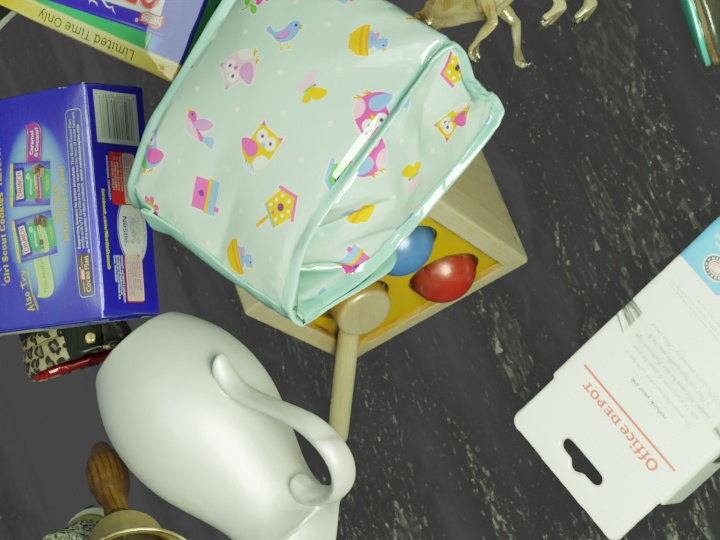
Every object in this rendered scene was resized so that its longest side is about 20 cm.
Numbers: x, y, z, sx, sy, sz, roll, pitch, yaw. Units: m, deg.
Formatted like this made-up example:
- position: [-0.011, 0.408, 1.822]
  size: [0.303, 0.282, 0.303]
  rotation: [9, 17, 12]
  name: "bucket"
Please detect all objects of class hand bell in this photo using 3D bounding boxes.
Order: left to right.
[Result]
- position: [-0.174, 0.180, 1.480]
  size: [0.103, 0.200, 0.105]
  rotation: [-5, 115, -12]
  name: "hand bell"

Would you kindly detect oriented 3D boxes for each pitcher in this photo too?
- position: [-0.090, 0.113, 1.450]
  size: [0.200, 0.121, 0.172]
  rotation: [47, 139, 15]
  name: "pitcher"

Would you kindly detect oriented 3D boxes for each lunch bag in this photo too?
- position: [-0.037, -0.081, 1.283]
  size: [0.170, 0.122, 0.201]
  rotation: [35, 88, 30]
  name: "lunch bag"

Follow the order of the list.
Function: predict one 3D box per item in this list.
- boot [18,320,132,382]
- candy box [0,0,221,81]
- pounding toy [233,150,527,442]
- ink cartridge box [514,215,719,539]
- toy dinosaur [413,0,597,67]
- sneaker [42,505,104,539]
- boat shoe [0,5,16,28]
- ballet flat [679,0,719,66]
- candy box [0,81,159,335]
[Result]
- position: [-0.198, -0.012, 1.543]
  size: [0.199, 0.073, 0.152]
  rotation: [-21, 78, 24]
  name: "boot"
- position: [-0.159, -0.259, 1.533]
  size: [0.168, 0.077, 0.202]
  rotation: [24, 97, 20]
  name: "candy box"
- position: [0.000, 0.000, 1.417]
  size: [0.199, 0.184, 0.143]
  rotation: [-30, 64, 17]
  name: "pounding toy"
- position: [0.214, 0.075, 1.370]
  size: [0.200, 0.067, 0.116]
  rotation: [-44, 72, 13]
  name: "ink cartridge box"
- position: [0.117, -0.214, 1.436]
  size: [0.200, 0.058, 0.101]
  rotation: [-42, 71, 14]
  name: "toy dinosaur"
- position: [-0.163, 0.250, 1.500]
  size: [0.199, 0.088, 0.077]
  rotation: [32, 102, 22]
  name: "sneaker"
- position: [-0.303, -0.231, 1.608]
  size: [0.074, 0.060, 0.200]
  rotation: [46, 103, 18]
  name: "boat shoe"
- position: [0.226, -0.240, 1.391]
  size: [0.068, 0.068, 0.201]
  rotation: [-24, 77, 6]
  name: "ballet flat"
- position: [-0.251, -0.039, 1.493]
  size: [0.198, 0.077, 0.171]
  rotation: [-7, 86, 30]
  name: "candy box"
